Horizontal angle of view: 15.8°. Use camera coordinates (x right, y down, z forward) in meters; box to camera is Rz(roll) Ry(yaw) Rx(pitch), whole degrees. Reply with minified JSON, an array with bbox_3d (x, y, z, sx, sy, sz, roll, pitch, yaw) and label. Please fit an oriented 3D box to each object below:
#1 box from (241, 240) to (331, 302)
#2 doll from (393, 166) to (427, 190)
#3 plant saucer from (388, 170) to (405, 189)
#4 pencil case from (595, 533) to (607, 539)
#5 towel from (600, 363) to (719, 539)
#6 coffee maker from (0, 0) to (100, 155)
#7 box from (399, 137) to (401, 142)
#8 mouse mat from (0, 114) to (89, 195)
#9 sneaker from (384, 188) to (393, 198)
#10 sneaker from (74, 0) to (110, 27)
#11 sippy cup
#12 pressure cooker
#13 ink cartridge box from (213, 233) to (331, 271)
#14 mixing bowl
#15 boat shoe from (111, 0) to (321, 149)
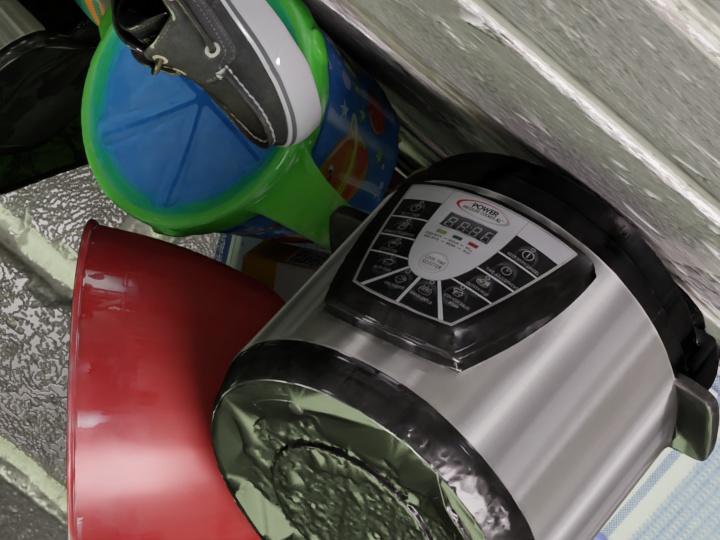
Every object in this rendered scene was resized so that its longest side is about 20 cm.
[{"bbox_3d":[0.030,0.064,1.324,0.199,0.120,0.041,12,-163,15],"label":"box"},{"bbox_3d":[0.098,0.017,1.594,0.200,0.048,0.136,43,177,-25],"label":"doll"},{"bbox_3d":[0.043,0.009,1.673,0.201,0.051,0.201,46,-168,-12],"label":"plant saucer"},{"bbox_3d":[0.103,0.156,1.489,0.087,0.200,0.078,59,175,-38],"label":"pencil case"},{"bbox_3d":[0.166,0.098,1.342,0.200,0.024,0.147,38,133,6],"label":"towel"},{"bbox_3d":[-0.230,-0.182,1.563,0.200,0.192,0.135,52,137,13],"label":"coffee maker"},{"bbox_3d":[-0.060,-0.102,1.568,0.070,0.064,0.200,40,178,-35],"label":"box"},{"bbox_3d":[-0.218,-0.127,1.624,0.161,0.200,0.008,54,138,15],"label":"mouse mat"},{"bbox_3d":[0.000,0.000,1.465,0.200,0.090,0.070,54,-172,-20],"label":"sneaker"},{"bbox_3d":[-0.116,-0.154,1.461,0.200,0.071,0.080,44,-175,29],"label":"sneaker"},{"bbox_3d":[-0.050,-0.073,1.300,0.130,0.139,0.179,23,-124,-58],"label":"sippy cup"},{"bbox_3d":[0.050,0.046,1.155,0.176,0.200,0.178,52,147,-12],"label":"pressure cooker"},{"bbox_3d":[0.003,0.069,1.422,0.199,0.197,0.043,13,180,-21],"label":"ink cartridge box"},{"bbox_3d":[-0.080,0.074,1.253,0.108,0.201,0.200,0,178,0],"label":"mixing bowl"},{"bbox_3d":[-0.086,-0.121,1.143,0.069,0.057,0.200,23,154,49],"label":"boat shoe"}]
